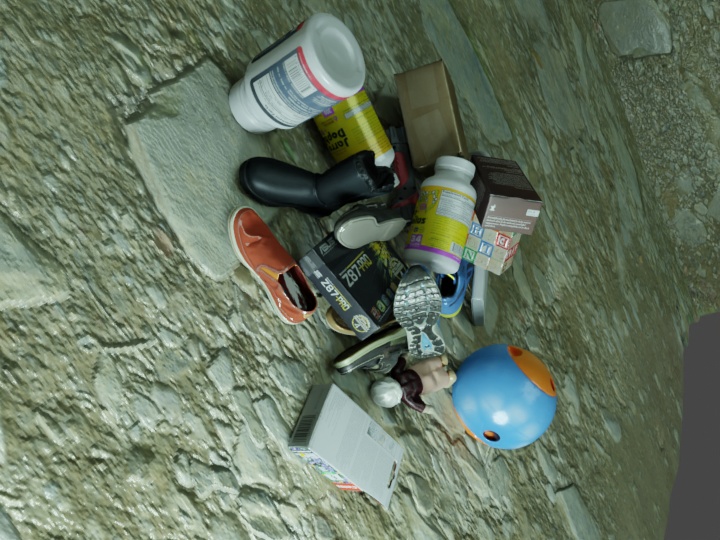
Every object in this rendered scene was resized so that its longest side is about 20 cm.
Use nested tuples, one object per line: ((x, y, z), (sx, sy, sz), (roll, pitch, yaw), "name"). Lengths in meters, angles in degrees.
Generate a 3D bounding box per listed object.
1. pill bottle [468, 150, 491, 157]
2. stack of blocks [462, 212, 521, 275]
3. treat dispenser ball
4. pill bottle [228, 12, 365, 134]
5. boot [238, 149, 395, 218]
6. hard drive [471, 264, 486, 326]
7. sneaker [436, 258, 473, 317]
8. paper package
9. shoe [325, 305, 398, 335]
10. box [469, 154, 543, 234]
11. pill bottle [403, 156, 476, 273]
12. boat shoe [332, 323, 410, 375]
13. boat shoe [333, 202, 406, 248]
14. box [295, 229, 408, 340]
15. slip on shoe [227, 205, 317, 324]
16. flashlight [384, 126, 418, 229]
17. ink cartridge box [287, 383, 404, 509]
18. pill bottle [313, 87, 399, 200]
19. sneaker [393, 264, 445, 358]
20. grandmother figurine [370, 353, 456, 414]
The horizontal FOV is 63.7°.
((0.308, -0.185, 1.376), (0.200, 0.109, 0.110), (38, 52, -35), "pill bottle")
((0.221, -0.088, 1.182), (0.059, 0.200, 0.116), (-30, 140, -47), "stack of blocks")
((0.280, 0.245, 1.139), (0.201, 0.200, 0.202), (18, 65, -44), "treat dispenser ball")
((-0.102, -0.283, 0.869), (0.119, 0.200, 0.120), (18, 65, -45), "pill bottle")
((-0.062, -0.148, 0.898), (0.200, 0.168, 0.077), (17, 64, -44), "boot")
((0.269, 0.005, 1.292), (0.132, 0.027, 0.201), (69, 28, -57), "hard drive")
((0.196, -0.002, 1.206), (0.079, 0.066, 0.201), (73, 30, -53), "sneaker")
((0.154, -0.301, 1.200), (0.191, 0.103, 0.201), (2, 75, -73), "paper package")
((0.009, 0.082, 0.991), (0.200, 0.053, 0.070), (-2, 61, -49), "shoe")
((0.269, -0.150, 1.116), (0.200, 0.100, 0.075), (-90, -170, -60), "box")
((0.151, -0.102, 1.065), (0.104, 0.104, 0.201), (23, 79, -43), "pill bottle")
((0.035, 0.142, 0.988), (0.201, 0.072, 0.066), (-21, 89, -51), "boat shoe")
((0.005, -0.080, 0.949), (0.057, 0.067, 0.200), (45, 25, 20), "boat shoe")
((0.000, 0.000, 0.963), (0.161, 0.049, 0.200), (49, 33, -3), "box")
((-0.127, -0.010, 0.864), (0.074, 0.061, 0.200), (-43, 109, -44), "slip on shoe")
((0.076, -0.186, 1.153), (0.068, 0.068, 0.201), (23, 54, -72), "flashlight")
((-0.016, 0.278, 0.908), (0.200, 0.050, 0.109), (48, 46, -29), "ink cartridge box")
((-0.006, -0.230, 1.036), (0.104, 0.104, 0.200), (-44, 110, -46), "pill bottle")
((0.096, 0.060, 0.978), (0.090, 0.078, 0.200), (-93, 174, -45), "sneaker")
((0.096, 0.206, 1.056), (0.200, 0.061, 0.121), (-5, 54, -46), "grandmother figurine")
